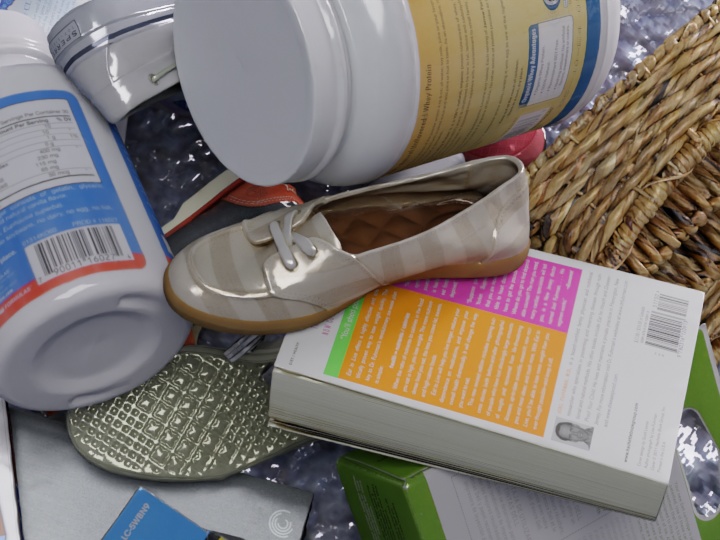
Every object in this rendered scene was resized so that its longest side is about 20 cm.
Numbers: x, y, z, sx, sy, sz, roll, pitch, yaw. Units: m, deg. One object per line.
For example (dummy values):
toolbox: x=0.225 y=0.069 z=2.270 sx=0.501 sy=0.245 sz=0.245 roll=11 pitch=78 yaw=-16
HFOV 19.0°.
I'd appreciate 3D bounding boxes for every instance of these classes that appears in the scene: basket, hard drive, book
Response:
basket: x=0.189 y=-0.039 z=1.198 sx=0.200 sy=0.143 sz=0.149 roll=-41 pitch=80 yaw=-14
hard drive: x=-0.138 y=0.163 z=1.170 sx=0.199 sy=0.033 sz=0.140 roll=16 pitch=73 yaw=0
book: x=0.067 y=0.040 z=1.089 sx=0.199 sy=0.048 sz=0.134 roll=15 pitch=49 yaw=6

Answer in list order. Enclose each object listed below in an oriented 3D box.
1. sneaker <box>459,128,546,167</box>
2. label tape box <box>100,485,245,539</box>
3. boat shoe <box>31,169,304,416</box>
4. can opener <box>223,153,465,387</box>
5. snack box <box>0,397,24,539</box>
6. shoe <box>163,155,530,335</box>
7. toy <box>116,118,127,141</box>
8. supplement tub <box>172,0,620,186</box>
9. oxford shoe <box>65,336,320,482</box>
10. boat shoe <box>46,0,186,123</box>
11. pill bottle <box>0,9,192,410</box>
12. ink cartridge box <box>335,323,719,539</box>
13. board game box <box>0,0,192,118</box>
sneaker: x=0.041 y=-0.140 z=1.244 sx=0.074 sy=0.087 sz=0.201 roll=-30 pitch=79 yaw=-11
label tape box: x=-0.071 y=0.214 z=1.069 sx=0.200 sy=0.063 sz=0.144 roll=37 pitch=89 yaw=-10
boat shoe: x=-0.107 y=0.017 z=1.196 sx=0.200 sy=0.071 sz=0.063 roll=-40 pitch=76 yaw=-20
can opener: x=0.000 y=0.000 z=1.186 sx=0.067 sy=0.053 sz=0.200 roll=49 pitch=51 yaw=-1
snack box: x=-0.211 y=0.165 z=1.133 sx=0.072 sy=0.024 sz=0.201 roll=-8 pitch=75 yaw=-6
shoe: x=-0.004 y=-0.019 z=1.070 sx=0.199 sy=0.054 sz=0.070 roll=-12 pitch=48 yaw=-23
toy: x=-0.232 y=-0.071 z=1.223 sx=0.199 sy=0.047 sz=0.116 roll=6 pitch=77 yaw=0
supplement tub: x=0.019 y=-0.126 z=1.104 sx=0.199 sy=0.145 sz=0.145 roll=-19 pitch=75 yaw=-35
oxford shoe: x=-0.064 y=0.072 z=1.183 sx=0.199 sy=0.058 sz=0.076 roll=-12 pitch=90 yaw=-16
boat shoe: x=-0.084 y=-0.120 z=1.165 sx=0.200 sy=0.073 sz=0.067 roll=-23 pitch=82 yaw=-44
pill bottle: x=-0.170 y=-0.036 z=1.122 sx=0.112 sy=0.112 sz=0.200 roll=-20 pitch=59 yaw=-10
ink cartridge box: x=0.107 y=0.129 z=1.149 sx=0.200 sy=0.076 sz=0.148 roll=-26 pitch=108 yaw=-25
board game box: x=-0.123 y=-0.199 z=1.271 sx=0.199 sy=0.041 sz=0.201 roll=16 pitch=73 yaw=-1
